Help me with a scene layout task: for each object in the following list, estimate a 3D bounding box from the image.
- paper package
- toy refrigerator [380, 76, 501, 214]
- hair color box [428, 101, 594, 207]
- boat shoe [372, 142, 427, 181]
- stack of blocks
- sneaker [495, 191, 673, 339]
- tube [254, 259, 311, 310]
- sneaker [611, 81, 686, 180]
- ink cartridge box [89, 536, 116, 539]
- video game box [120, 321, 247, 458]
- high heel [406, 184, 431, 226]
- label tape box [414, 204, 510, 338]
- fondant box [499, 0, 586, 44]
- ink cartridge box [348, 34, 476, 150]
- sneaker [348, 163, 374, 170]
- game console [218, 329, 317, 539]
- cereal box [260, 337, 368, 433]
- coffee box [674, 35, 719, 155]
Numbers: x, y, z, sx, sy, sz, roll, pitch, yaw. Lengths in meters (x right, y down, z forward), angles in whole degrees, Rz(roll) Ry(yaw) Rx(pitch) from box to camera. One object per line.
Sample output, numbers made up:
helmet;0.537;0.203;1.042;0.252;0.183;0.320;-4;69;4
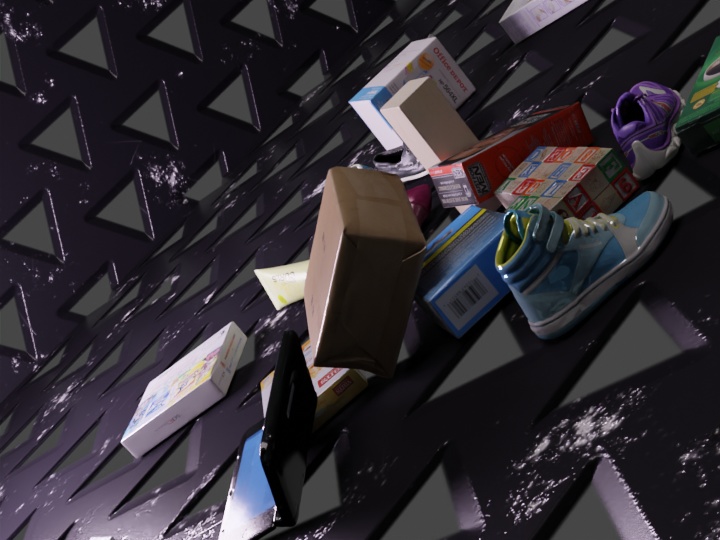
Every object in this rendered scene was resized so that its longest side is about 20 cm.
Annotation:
paper package;0.000;0.000;1.587;0.201;0.102;0.193;-106;27;-64
toy refrigerator;0.122;-0.168;1.783;0.070;0.201;0.076;-44;15;-12
hair color box;0.199;-0.153;1.719;0.198;0.062;0.101;-29;11;-22
boat shoe;0.090;-0.199;2.186;0.075;0.066;0.198;-50;18;-29
stack of blocks;0.235;-0.089;1.567;0.115;0.059;0.200;-44;16;-8
sneaker;0.223;-0.040;1.334;0.200;0.131;0.079;-43;15;-9
tube;-0.094;0.017;2.063;0.199;0.051;0.059;-14;69;50
sneaker;0.337;-0.187;1.541;0.080;0.084;0.201;-33;17;24
ink cartridge box;-0.407;0.431;1.735;0.199;0.047;0.161;-16;30;53
video game box;-0.279;0.189;2.076;0.199;0.047;0.183;-36;15;22
high heel;0.025;-0.071;2.001;0.198;0.068;0.097;-11;40;33
label tape box;0.129;-0.003;1.579;0.144;0.063;0.200;-42;12;-2
fondant box;0.363;-0.515;2.393;0.199;0.058;0.145;-28;20;42
ink cartridge box;0.104;-0.329;2.385;0.200;0.129;0.125;-45;16;-9
sneaker;-0.010;-0.056;1.908;0.075;0.081;0.203;-4;67;31
game console;-0.120;0.199;1.491;0.114;0.178;0.202;-6;40;11
cereal box;-0.064;0.147;1.685;0.143;0.040;0.200;-41;16;5
coffee box;0.438;-0.222;1.465;0.122;0.044;0.201;-26;23;43
